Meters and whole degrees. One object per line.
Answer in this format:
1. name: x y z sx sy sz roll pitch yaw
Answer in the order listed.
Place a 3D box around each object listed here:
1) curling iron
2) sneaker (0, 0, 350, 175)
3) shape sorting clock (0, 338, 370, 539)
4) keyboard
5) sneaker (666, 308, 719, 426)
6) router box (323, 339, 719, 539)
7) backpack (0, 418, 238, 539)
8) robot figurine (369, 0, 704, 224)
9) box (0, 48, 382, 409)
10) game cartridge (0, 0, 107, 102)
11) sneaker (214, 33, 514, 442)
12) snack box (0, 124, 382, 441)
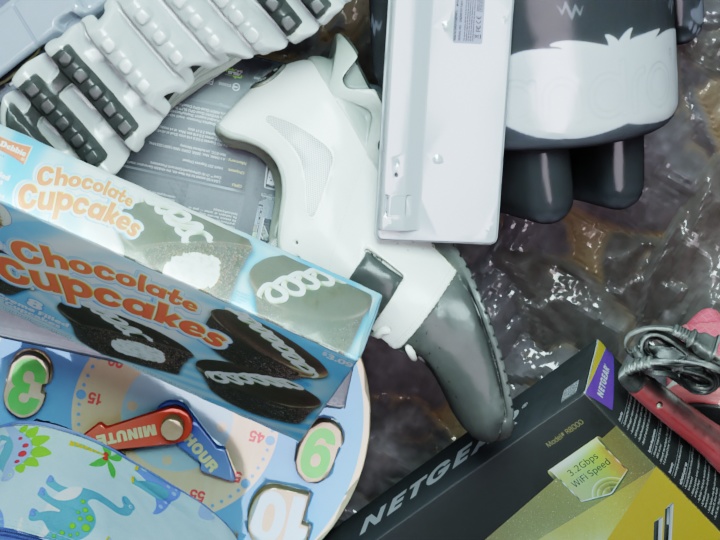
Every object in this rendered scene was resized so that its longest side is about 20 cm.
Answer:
1. curling iron: 0.189 0.090 1.088 0.049 0.026 0.200 -18 131 35
2. sneaker: -0.072 -0.116 1.015 0.199 0.081 0.075 -33 98 10
3. shape sorting clock: -0.094 0.074 1.147 0.198 0.039 0.202 -1 106 -2
4. keyboard: 0.039 -0.111 0.991 0.056 0.011 0.202 0 103 -12
5. sneaker: 0.247 0.061 1.130 0.198 0.087 0.074 11 140 0
6. router box: 0.096 0.151 1.135 0.157 0.052 0.200 44 120 -12
7. backpack: -0.153 0.188 1.090 0.182 0.147 0.200 28 127 -10
8. robot figurine: 0.085 -0.127 1.056 0.124 0.150 0.202 1 105 22
9. box: -0.087 -0.030 1.096 0.198 0.051 0.159 11 90 -4
10. game cartridge: -0.223 -0.121 1.064 0.199 0.041 0.134 -35 82 11
11. sneaker: 0.000 0.000 1.047 0.088 0.074 0.201 -28 86 -8
12. snack box: -0.099 0.006 1.012 0.199 0.116 0.037 24 64 -5
